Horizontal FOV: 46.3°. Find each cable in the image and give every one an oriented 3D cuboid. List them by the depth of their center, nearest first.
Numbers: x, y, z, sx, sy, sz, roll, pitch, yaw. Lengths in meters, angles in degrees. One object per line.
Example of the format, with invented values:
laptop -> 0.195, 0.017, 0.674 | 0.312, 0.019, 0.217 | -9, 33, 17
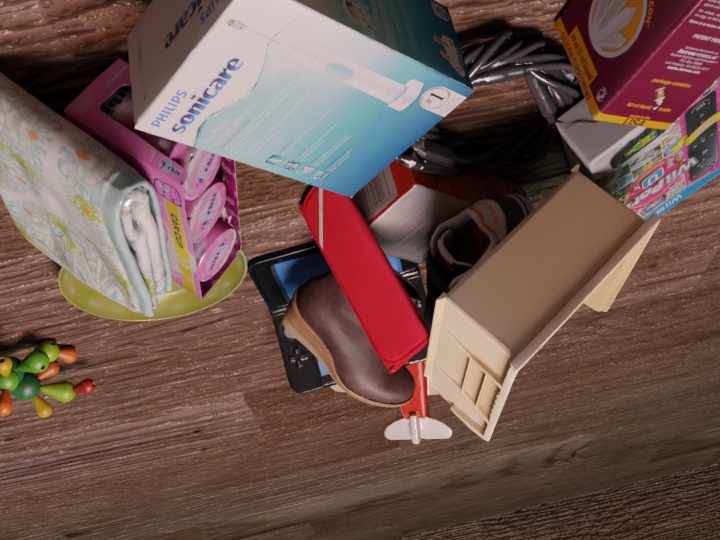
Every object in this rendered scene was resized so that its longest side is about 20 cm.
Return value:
cable -> 0.126, -0.152, 0.787 | 0.197, 0.051, 0.164 | 4, 140, -34

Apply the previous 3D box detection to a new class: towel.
towel -> -0.235, -0.054, 0.684 | 0.048, 0.170, 0.201 | -52, 167, -28

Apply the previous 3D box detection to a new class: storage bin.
storage bin -> 0.162, 0.038, 0.801 | 0.200, 0.093, 0.199 | -42, 158, -20

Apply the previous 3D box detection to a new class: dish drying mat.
dish drying mat -> 0.000, 0.000, 0.839 | 0.018, 0.202, 0.077 | -15, 159, -41

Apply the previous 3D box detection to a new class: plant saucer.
plant saucer -> -0.222, -0.005, 0.905 | 0.196, 0.032, 0.201 | -11, 153, -6

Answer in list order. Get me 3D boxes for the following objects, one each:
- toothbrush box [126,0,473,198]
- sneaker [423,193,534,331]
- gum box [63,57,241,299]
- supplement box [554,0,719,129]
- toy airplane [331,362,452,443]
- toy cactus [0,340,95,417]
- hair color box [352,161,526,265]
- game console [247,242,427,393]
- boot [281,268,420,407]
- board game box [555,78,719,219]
toothbrush box -> -0.043, -0.145, 0.594 | 0.198, 0.087, 0.146 | 12, 144, -40
sneaker -> 0.100, 0.002, 0.874 | 0.078, 0.079, 0.202 | -7, 138, -35
gum box -> -0.165, -0.072, 0.702 | 0.066, 0.113, 0.201 | -53, 168, -25
supplement box -> 0.249, -0.217, 0.644 | 0.084, 0.112, 0.201 | 1, 148, -25
toy airplane -> 0.076, 0.142, 1.192 | 0.198, 0.142, 0.200 | 33, 122, -11
toy cactus -> -0.436, 0.135, 1.016 | 0.163, 0.104, 0.199 | -14, 163, 22
hair color box -> 0.085, -0.061, 0.907 | 0.198, 0.065, 0.111 | 15, 139, -40
game console -> -0.016, 0.049, 1.014 | 0.197, 0.174, 0.118 | -15, 179, 4
boot -> 0.018, 0.071, 0.947 | 0.199, 0.073, 0.166 | 36, 138, -14
board game box -> 0.286, -0.125, 0.843 | 0.147, 0.065, 0.200 | -36, 150, 7
